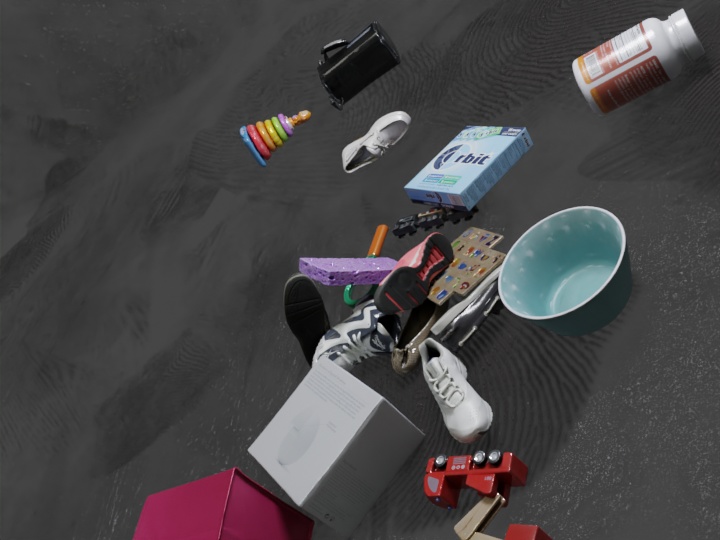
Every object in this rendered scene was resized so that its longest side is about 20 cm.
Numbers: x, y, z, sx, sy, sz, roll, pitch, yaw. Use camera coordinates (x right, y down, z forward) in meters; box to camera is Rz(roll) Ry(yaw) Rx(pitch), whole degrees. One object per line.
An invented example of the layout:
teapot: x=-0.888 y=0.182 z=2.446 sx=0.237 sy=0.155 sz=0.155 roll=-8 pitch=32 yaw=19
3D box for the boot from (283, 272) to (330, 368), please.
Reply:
boot: x=-0.104 y=0.070 z=1.544 sx=0.073 sy=0.204 sz=0.154 roll=-18 pitch=29 yaw=-3

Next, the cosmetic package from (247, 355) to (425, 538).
cosmetic package: x=-0.040 y=0.272 z=1.304 sx=0.200 sy=0.123 sz=0.199 roll=-52 pitch=33 yaw=-8

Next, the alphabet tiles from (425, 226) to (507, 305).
alphabet tiles: x=0.172 y=-0.009 z=1.421 sx=0.167 sy=0.008 sz=0.200 roll=-41 pitch=19 yaw=-7

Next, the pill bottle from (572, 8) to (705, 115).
pill bottle: x=0.480 y=-0.361 z=1.423 sx=0.199 sy=0.112 sz=0.112 roll=-26 pitch=37 yaw=27

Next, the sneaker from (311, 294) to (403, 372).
sneaker: x=0.004 y=0.131 z=1.449 sx=0.199 sy=0.080 sz=0.129 roll=-45 pitch=22 yaw=-17

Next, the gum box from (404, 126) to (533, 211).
gum box: x=0.207 y=-0.201 z=1.587 sx=0.200 sy=0.045 sz=0.170 roll=-44 pitch=30 yaw=-19

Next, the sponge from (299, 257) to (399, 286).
sponge: x=0.000 y=0.000 z=1.513 sx=0.111 sy=0.199 sz=0.030 roll=22 pitch=110 yaw=56

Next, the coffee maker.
coffee maker: x=0.002 y=-0.535 z=2.170 sx=0.200 sy=0.135 sz=0.193 roll=-33 pitch=57 yaw=21

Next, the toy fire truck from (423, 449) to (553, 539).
toy fire truck: x=0.164 y=0.314 z=1.094 sx=0.199 sy=0.049 sz=0.141 roll=-15 pitch=44 yaw=39

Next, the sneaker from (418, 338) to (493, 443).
sneaker: x=0.133 y=0.181 z=1.242 sx=0.074 sy=0.087 sz=0.200 roll=-39 pitch=34 yaw=7

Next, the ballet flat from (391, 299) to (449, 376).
ballet flat: x=0.100 y=0.089 z=1.415 sx=0.067 sy=0.046 sz=0.200 roll=-8 pitch=45 yaw=46

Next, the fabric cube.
fabric cube: x=-0.216 y=0.445 z=1.245 sx=0.199 sy=0.196 sz=0.201 roll=-25 pitch=37 yaw=30

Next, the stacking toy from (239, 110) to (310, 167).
stacking toy: x=-0.225 y=-0.389 z=2.288 sx=0.199 sy=0.110 sz=0.116 roll=-29 pitch=32 yaw=5

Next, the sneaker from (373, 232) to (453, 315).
sneaker: x=0.084 y=0.017 z=1.434 sx=0.200 sy=0.074 sz=0.087 roll=-43 pitch=8 yaw=-35

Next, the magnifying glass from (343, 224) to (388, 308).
magnifying glass: x=0.019 y=-0.009 z=1.647 sx=0.079 sy=0.022 sz=0.201 roll=-14 pitch=46 yaw=41

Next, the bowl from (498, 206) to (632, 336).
bowl: x=0.313 y=0.015 z=1.201 sx=0.200 sy=0.105 sz=0.201 roll=-30 pitch=36 yaw=25

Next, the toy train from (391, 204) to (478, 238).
toy train: x=0.145 y=-0.102 z=1.593 sx=0.199 sy=0.034 sz=0.046 roll=-13 pitch=34 yaw=40

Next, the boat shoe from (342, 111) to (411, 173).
boat shoe: x=0.038 y=-0.286 z=1.888 sx=0.200 sy=0.071 sz=0.070 roll=-35 pitch=34 yaw=32

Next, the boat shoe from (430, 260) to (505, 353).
boat shoe: x=0.202 y=0.051 z=1.330 sx=0.200 sy=0.060 sz=0.074 roll=-41 pitch=-2 yaw=-18
